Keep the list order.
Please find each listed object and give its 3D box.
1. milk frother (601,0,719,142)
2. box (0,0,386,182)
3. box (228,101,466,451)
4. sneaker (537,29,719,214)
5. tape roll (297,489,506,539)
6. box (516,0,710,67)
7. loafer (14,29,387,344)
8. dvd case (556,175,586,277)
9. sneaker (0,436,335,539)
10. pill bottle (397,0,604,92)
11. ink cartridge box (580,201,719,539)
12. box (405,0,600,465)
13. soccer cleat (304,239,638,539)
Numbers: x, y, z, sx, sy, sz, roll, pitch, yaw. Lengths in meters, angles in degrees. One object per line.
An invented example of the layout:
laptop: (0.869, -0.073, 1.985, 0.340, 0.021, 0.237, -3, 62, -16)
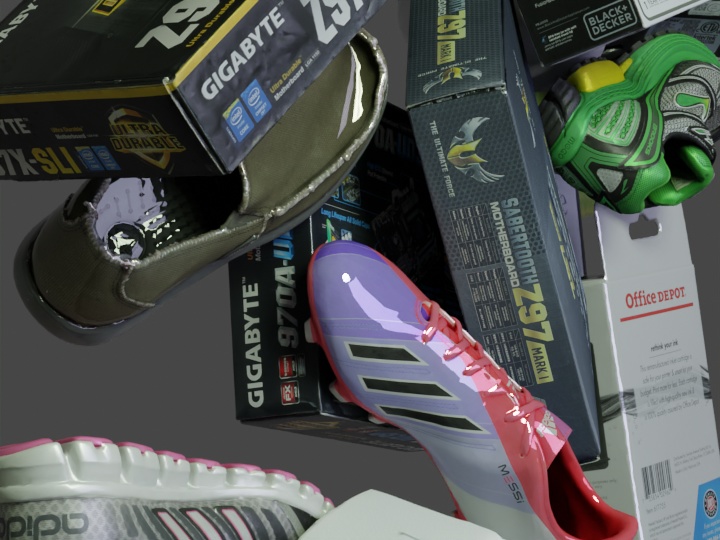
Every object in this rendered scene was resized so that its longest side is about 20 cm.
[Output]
milk frother: (0.176, -0.181, 1.475, 0.179, 0.200, 0.189, 13, 54, -29)
box: (-0.057, -0.115, 0.986, 0.200, 0.159, 0.050, -50, 124, -30)
box: (0.000, 0.000, 1.182, 0.200, 0.046, 0.160, 16, 69, -65)
sneaker: (0.155, -0.069, 1.328, 0.085, 0.078, 0.200, 43, 30, 12)
tape roll: (0.006, 0.203, 1.076, 0.202, 0.070, 0.204, -40, 138, -48)
box: (0.098, -0.209, 1.206, 0.116, 0.060, 0.201, -28, 98, -58)
loafer: (-0.053, -0.043, 1.028, 0.075, 0.070, 0.200, 48, 60, -3)
dvd case: (0.090, 0.027, 1.373, 0.142, 0.017, 0.202, 3, 80, -57)
sneaker: (-0.081, 0.122, 1.024, 0.199, 0.073, 0.088, 18, 72, -54)
pill bottle: (0.087, -0.203, 1.334, 0.112, 0.112, 0.201, 42, 49, -46)
ink cartridge box: (0.139, 0.061, 1.361, 0.116, 0.067, 0.202, -8, 90, -59)
box: (0.068, -0.028, 1.178, 0.158, 0.051, 0.201, -84, 159, -62)
soccer cleat: (0.048, 0.059, 1.097, 0.201, 0.076, 0.067, 56, 37, -25)
